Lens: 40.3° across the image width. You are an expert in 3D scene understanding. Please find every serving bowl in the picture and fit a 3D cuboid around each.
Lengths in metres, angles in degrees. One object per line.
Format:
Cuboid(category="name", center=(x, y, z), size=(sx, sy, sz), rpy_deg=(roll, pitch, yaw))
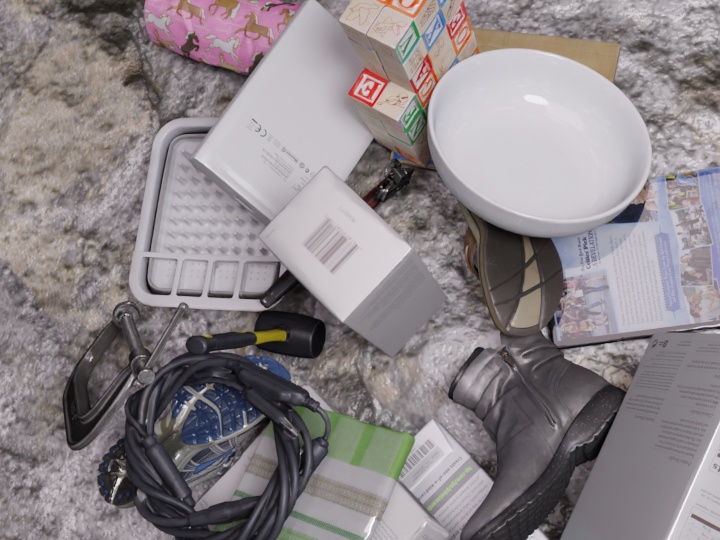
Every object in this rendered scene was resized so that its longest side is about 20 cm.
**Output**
Cuboid(category="serving bowl", center=(0.153, -0.104, 0.873), size=(0.199, 0.066, 0.201), rpy_deg=(4, 55, -6))

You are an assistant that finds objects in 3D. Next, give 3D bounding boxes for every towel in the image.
Cuboid(category="towel", center=(-0.050, 0.211, 0.809), size=(0.149, 0.031, 0.201), rpy_deg=(11, 63, 37))

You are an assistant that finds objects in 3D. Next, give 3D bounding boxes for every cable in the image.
Cuboid(category="cable", center=(-0.125, 0.153, 0.835), size=(0.199, 0.051, 0.164), rpy_deg=(20, 82, 30))

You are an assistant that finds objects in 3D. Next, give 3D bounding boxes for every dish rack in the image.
Cuboid(category="dish rack", center=(-0.137, -0.055, 0.989), size=(0.171, 0.044, 0.201), rpy_deg=(2, 75, 17))

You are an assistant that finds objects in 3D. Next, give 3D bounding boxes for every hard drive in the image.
Cuboid(category="hard drive", center=(-0.056, -0.142, 0.938), size=(0.132, 0.027, 0.200), rpy_deg=(40, 71, -21))

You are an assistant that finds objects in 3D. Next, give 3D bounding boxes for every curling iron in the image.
Cuboid(category="curling iron", center=(-0.024, -0.038, 0.934), size=(0.200, 0.050, 0.026), rpy_deg=(-43, 79, -12))

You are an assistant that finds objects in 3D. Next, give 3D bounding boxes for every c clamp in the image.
Cuboid(category="c clamp", center=(-0.226, 0.084, 0.922), size=(0.171, 0.027, 0.200), rpy_deg=(-58, 26, -2))

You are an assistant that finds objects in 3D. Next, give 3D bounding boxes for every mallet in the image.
Cuboid(category="mallet", center=(-0.104, 0.058, 0.869), size=(0.066, 0.200, 0.041), rpy_deg=(9, 92, 28))

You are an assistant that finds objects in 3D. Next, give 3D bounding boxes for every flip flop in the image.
Cuboid(category="flip flop", center=(0.123, -0.026, 0.892), size=(0.081, 0.058, 0.201), rpy_deg=(-5, 58, -22))

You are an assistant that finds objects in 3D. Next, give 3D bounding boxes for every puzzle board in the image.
Cuboid(category="puzzle board", center=(0.140, -0.161, 0.958), size=(0.199, 0.017, 0.151), rpy_deg=(11, 79, 18))

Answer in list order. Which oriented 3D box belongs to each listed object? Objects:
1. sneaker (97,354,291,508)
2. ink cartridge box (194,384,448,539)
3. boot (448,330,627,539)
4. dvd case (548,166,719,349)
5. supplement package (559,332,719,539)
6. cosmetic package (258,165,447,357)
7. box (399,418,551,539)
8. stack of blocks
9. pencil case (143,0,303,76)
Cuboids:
Cuboid(category="sneaker", center=(-0.146, 0.151, 0.913), size=(0.200, 0.085, 0.077), rpy_deg=(-34, 60, 3))
Cuboid(category="ink cartridge box", center=(-0.048, 0.222, 0.845), size=(0.176, 0.045, 0.200), rpy_deg=(-47, 44, -2))
Cuboid(category="boot", center=(0.121, 0.140, 0.830), size=(0.131, 0.070, 0.200), rpy_deg=(36, 63, 29))
Cuboid(category="dvd case", center=(0.261, -0.012, 0.875), size=(0.199, 0.018, 0.143), rpy_deg=(-9, 78, 13))
Cuboid(category="supplement package", center=(0.274, 0.169, 0.730), size=(0.150, 0.152, 0.201), rpy_deg=(28, 83, -8))
Cuboid(category="cosmetic package", center=(0.000, 0.000, 0.850), size=(0.085, 0.200, 0.108), rpy_deg=(-46, 73, 1))
Cuboid(category="box", center=(0.079, 0.254, 0.844), size=(0.156, 0.041, 0.200), rpy_deg=(-45, 67, 1))
Cuboid(category="stack of blocks", center=(0.045, -0.186, 0.875), size=(0.058, 0.200, 0.115), rpy_deg=(31, 84, 20))
Cuboid(category="pencil case", center=(-0.128, -0.255, 1.024), size=(0.199, 0.087, 0.083), rpy_deg=(21, 43, 20))
